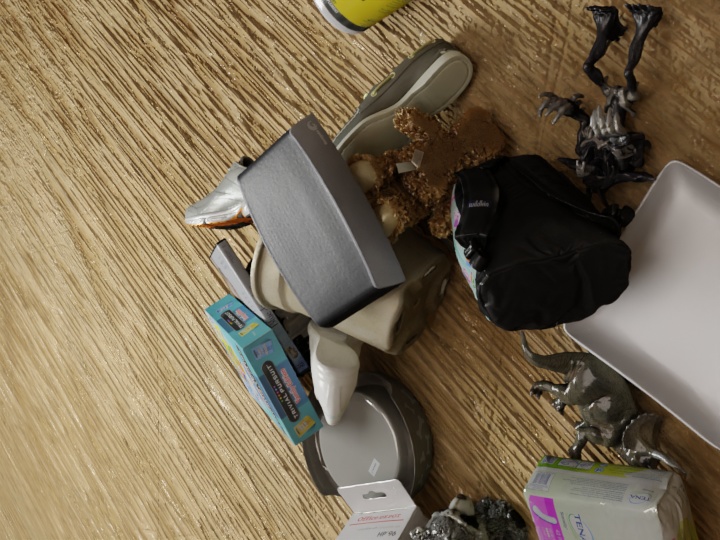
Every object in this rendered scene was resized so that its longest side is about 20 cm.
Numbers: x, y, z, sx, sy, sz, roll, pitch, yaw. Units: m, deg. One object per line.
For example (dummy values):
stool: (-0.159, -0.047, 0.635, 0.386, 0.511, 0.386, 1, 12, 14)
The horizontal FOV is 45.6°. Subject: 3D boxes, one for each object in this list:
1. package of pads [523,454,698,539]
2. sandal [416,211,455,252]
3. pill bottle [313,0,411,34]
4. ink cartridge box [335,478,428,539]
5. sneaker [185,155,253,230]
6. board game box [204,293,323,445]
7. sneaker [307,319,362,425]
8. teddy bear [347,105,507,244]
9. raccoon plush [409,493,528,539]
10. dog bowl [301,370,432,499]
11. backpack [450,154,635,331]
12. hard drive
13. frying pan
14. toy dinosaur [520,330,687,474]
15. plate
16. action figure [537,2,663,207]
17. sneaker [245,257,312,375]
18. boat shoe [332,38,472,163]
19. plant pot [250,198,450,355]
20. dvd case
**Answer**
package of pads: (0.263, 0.288, 0.855, 0.153, 0.068, 0.203, -4, 115, 43)
sandal: (0.100, -0.065, 1.001, 0.200, 0.081, 0.055, 49, 147, 18)
pill bottle: (0.040, -0.364, 0.974, 0.198, 0.113, 0.116, -21, 82, 42)
ink cartridge box: (0.045, 0.358, 1.048, 0.115, 0.068, 0.202, -20, 108, 41)
sneaker: (-0.179, -0.114, 1.245, 0.197, 0.075, 0.094, -10, 82, 35)
board game box: (-0.134, 0.127, 1.142, 0.153, 0.047, 0.200, 64, 165, -21)
sneaker: (-0.034, 0.119, 1.062, 0.074, 0.200, 0.090, 5, 108, 1)
teddy bear: (0.070, -0.105, 0.942, 0.145, 0.200, 0.067, 42, 155, 5)
raccoon plush: (0.131, 0.352, 0.976, 0.096, 0.133, 0.204, -16, 85, 40)
dog bowl: (0.010, 0.225, 1.120, 0.198, 0.058, 0.204, 8, 102, 41)
backpack: (0.157, -0.031, 0.844, 0.201, 0.164, 0.128, -110, 14, -57)
hard drive: (-0.049, -0.046, 0.910, 0.134, 0.042, 0.202, -32, 85, 38)
frying pan: (0.256, 0.032, 0.893, 0.191, 0.031, 0.115, 54, 125, 20)
toy dinosaur: (0.242, 0.132, 0.884, 0.102, 0.077, 0.202, -36, 82, 33)
plate: (0.322, 0.031, 0.806, 0.199, 0.032, 0.202, 39, 107, 29)
action figure: (0.233, -0.154, 0.837, 0.118, 0.101, 0.204, 23, 111, 52)
sneaker: (-0.090, 0.068, 1.188, 0.201, 0.066, 0.090, 54, 168, 1)
boat shoe: (0.038, -0.188, 0.995, 0.201, 0.072, 0.061, -40, 49, 7)
plant pot: (0.000, 0.000, 1.027, 0.182, 0.200, 0.203, 31, 116, 23)
dvd case: (-0.138, 0.054, 1.144, 0.202, 0.017, 0.143, 57, 165, -3)
